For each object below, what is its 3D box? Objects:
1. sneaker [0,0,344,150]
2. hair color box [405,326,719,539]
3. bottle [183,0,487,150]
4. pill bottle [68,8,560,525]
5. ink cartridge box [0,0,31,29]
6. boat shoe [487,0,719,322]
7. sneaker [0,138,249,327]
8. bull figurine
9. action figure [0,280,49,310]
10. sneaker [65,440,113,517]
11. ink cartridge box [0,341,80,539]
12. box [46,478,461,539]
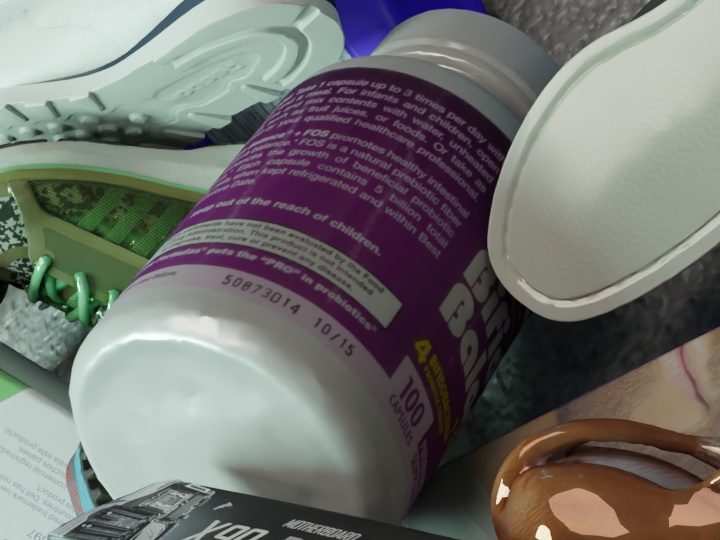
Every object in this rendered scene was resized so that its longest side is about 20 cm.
[{"bbox_3d":[-0.085,-0.091,0.796,0.200,0.076,0.081,-18,68,35],"label":"sneaker"},{"bbox_3d":[0.111,0.080,0.635,0.200,0.065,0.110,-29,50,27],"label":"hair color box"},{"bbox_3d":[-0.046,-0.076,0.853,0.200,0.084,0.065,-20,32,38],"label":"bottle"},{"bbox_3d":[0.000,0.000,0.704,0.112,0.112,0.200,-12,30,39],"label":"pill bottle"},{"bbox_3d":[-0.082,-0.170,0.941,0.200,0.085,0.146,-11,60,41],"label":"ink cartridge box"},{"bbox_3d":[0.115,-0.068,0.659,0.074,0.060,0.200,37,101,14],"label":"boat shoe"},{"bbox_3d":[-0.088,0.002,0.798,0.077,0.199,0.089,116,150,-73],"label":"sneaker"},{"bbox_3d":[0.096,0.132,0.555,0.121,0.201,0.065,-11,14,21],"label":"bull figurine"},{"bbox_3d":[-0.183,0.010,0.925,0.199,0.102,0.119,-16,53,34],"label":"action figure"},{"bbox_3d":[-0.055,0.138,0.706,0.096,0.079,0.200,-54,52,28],"label":"sneaker"},{"bbox_3d":[-0.175,0.123,0.807,0.200,0.145,0.088,-59,4,0],"label":"ink cartridge box"},{"bbox_3d":[-0.005,0.166,0.580,0.157,0.050,0.201,4,107,46],"label":"box"}]
